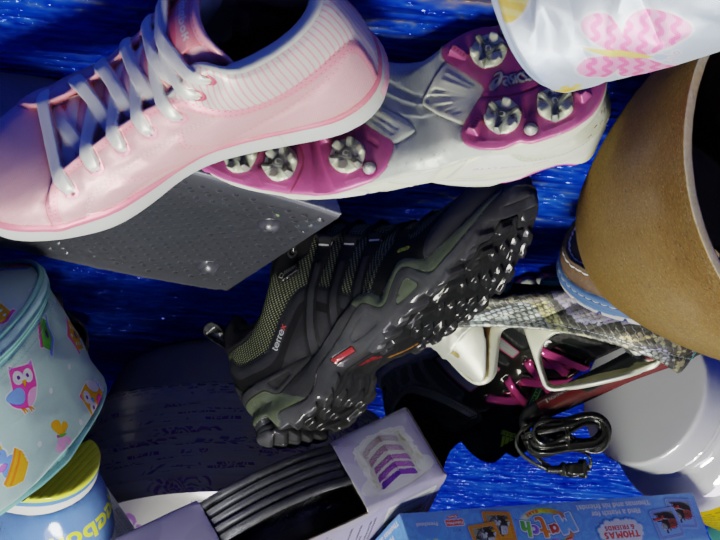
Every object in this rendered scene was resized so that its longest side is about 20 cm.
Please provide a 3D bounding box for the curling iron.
[{"bbox_3d":[0.173,0.052,1.476,0.199,0.050,0.026,-32,-179,-5],"label":"curling iron"}]

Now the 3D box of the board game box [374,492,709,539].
[{"bbox_3d":[0.075,0.179,1.504,0.199,0.037,0.151,-2,149,-32],"label":"board game box"}]

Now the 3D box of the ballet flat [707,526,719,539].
[{"bbox_3d":[0.311,0.133,1.757,0.199,0.068,0.071,-13,131,29],"label":"ballet flat"}]

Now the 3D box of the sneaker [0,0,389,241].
[{"bbox_3d":[-0.092,-0.081,1.165,0.199,0.076,0.105,-18,156,6],"label":"sneaker"}]

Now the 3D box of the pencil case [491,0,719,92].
[{"bbox_3d":[0.146,-0.132,1.049,0.199,0.084,0.091,-16,139,33],"label":"pencil case"}]

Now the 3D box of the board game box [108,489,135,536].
[{"bbox_3d":[-0.210,0.152,1.582,0.199,0.035,0.127,13,147,32],"label":"board game box"}]

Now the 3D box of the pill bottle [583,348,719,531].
[{"bbox_3d":[0.220,0.097,1.577,0.112,0.113,0.199,-17,153,35],"label":"pill bottle"}]

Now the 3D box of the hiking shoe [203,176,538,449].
[{"bbox_3d":[0.000,0.000,1.377,0.200,0.101,0.076,-42,158,17],"label":"hiking shoe"}]

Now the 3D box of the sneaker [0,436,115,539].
[{"bbox_3d":[-0.211,0.132,1.466,0.199,0.074,0.083,6,129,42],"label":"sneaker"}]

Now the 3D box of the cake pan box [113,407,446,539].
[{"bbox_3d":[-0.057,0.164,1.464,0.183,0.052,0.200,-25,160,-21],"label":"cake pan box"}]

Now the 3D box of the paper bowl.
[{"bbox_3d":[-0.080,0.110,1.617,0.199,0.105,0.201,-1,158,0],"label":"paper bowl"}]

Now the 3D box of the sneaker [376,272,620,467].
[{"bbox_3d":[0.087,0.063,1.523,0.199,0.088,0.074,-22,150,37],"label":"sneaker"}]

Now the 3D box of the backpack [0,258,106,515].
[{"bbox_3d":[-0.239,0.060,1.366,0.199,0.176,0.154,-2,119,30],"label":"backpack"}]

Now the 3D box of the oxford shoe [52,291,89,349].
[{"bbox_3d":[-0.190,0.065,1.554,0.072,0.072,0.200,-6,158,-1],"label":"oxford shoe"}]

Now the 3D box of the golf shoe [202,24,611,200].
[{"bbox_3d":[0.021,-0.062,1.238,0.198,0.076,0.092,-5,161,14],"label":"golf shoe"}]

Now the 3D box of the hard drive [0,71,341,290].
[{"bbox_3d":[-0.124,-0.043,1.319,0.199,0.043,0.135,13,155,-28],"label":"hard drive"}]

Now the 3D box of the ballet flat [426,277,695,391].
[{"bbox_3d":[0.085,0.029,1.430,0.199,0.073,0.072,3,159,9],"label":"ballet flat"}]

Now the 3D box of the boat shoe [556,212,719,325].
[{"bbox_3d":[0.193,-0.022,1.357,0.198,0.073,0.073,-3,141,16],"label":"boat shoe"}]

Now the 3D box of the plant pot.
[{"bbox_3d":[0.179,-0.033,1.205,0.185,0.188,0.200,9,170,-21],"label":"plant pot"}]
